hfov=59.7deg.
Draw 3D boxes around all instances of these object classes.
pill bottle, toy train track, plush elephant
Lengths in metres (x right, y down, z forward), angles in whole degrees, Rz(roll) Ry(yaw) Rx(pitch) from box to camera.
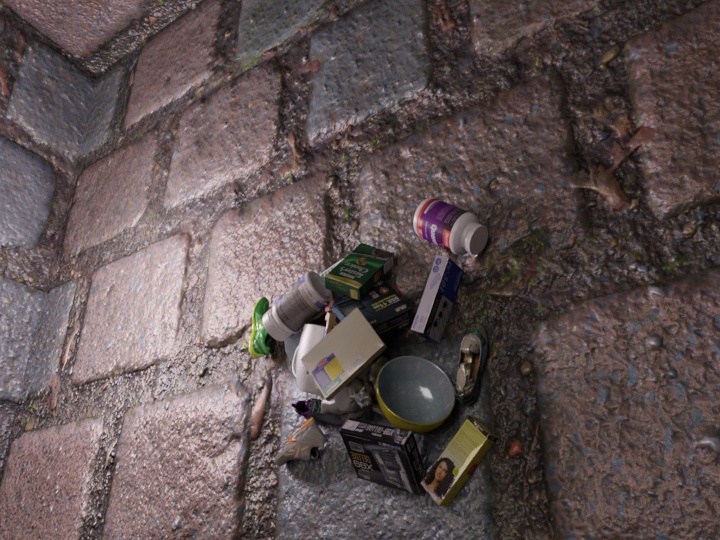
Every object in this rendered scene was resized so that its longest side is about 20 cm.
[{"bbox_3d":[0.240,-0.113,1.666,0.198,0.112,0.115,29,87,43],"label":"pill bottle"},{"bbox_3d":[-0.095,0.210,1.645,0.032,0.112,0.207,19,103,50],"label":"toy train track"},{"bbox_3d":[-0.182,0.106,1.793,0.199,0.113,0.116,-40,50,18],"label":"pill bottle"},{"bbox_3d":[0.008,0.302,1.612,0.197,0.151,0.171,8,96,52],"label":"plush elephant"}]

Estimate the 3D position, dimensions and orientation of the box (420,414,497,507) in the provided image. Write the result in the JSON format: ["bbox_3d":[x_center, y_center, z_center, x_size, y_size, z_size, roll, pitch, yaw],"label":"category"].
[{"bbox_3d":[0.228,0.441,1.451,0.075,0.050,0.203,37,93,42],"label":"box"}]

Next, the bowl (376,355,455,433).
[{"bbox_3d":[0.126,0.323,1.535,0.202,0.194,0.110,57,148,39],"label":"bowl"}]

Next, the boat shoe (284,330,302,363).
[{"bbox_3d":[-0.198,0.185,1.905,0.069,0.091,0.206,-22,83,12],"label":"boat shoe"}]

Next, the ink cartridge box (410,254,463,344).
[{"bbox_3d":[0.200,0.075,1.619,0.043,0.093,0.206,12,76,40],"label":"ink cartridge box"}]

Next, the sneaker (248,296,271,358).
[{"bbox_3d":[-0.304,0.183,1.997,0.080,0.075,0.206,-4,61,9],"label":"sneaker"}]

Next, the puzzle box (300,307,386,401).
[{"bbox_3d":[-0.044,0.206,1.558,0.199,0.025,0.134,-41,57,2],"label":"puzzle box"}]

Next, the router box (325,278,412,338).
[{"bbox_3d":[0.021,0.117,1.688,0.196,0.064,0.150,-23,44,-25],"label":"router box"}]

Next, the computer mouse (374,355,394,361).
[{"bbox_3d":[0.067,0.244,1.684,0.199,0.034,0.060,38,94,43],"label":"computer mouse"}]

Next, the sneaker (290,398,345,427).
[{"bbox_3d":[-0.099,0.384,1.712,0.195,0.087,0.077,-11,62,34],"label":"sneaker"}]

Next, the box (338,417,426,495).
[{"bbox_3d":[0.056,0.447,1.517,0.195,0.162,0.050,2,31,38],"label":"box"}]

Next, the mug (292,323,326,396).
[{"bbox_3d":[-0.125,0.255,1.763,0.196,0.145,0.181,0,72,48],"label":"mug"}]

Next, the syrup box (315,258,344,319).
[{"bbox_3d":[-0.092,0.056,1.870,0.197,0.081,0.081,-34,54,22],"label":"syrup box"}]

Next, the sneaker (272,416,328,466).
[{"bbox_3d":[-0.166,0.496,1.725,0.092,0.076,0.201,45,122,5],"label":"sneaker"}]

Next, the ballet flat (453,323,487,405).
[{"bbox_3d":[0.264,0.220,1.517,0.072,0.074,0.207,-5,66,36],"label":"ballet flat"}]

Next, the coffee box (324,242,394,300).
[{"bbox_3d":[0.000,0.000,1.757,0.120,0.045,0.200,18,40,28],"label":"coffee box"}]
